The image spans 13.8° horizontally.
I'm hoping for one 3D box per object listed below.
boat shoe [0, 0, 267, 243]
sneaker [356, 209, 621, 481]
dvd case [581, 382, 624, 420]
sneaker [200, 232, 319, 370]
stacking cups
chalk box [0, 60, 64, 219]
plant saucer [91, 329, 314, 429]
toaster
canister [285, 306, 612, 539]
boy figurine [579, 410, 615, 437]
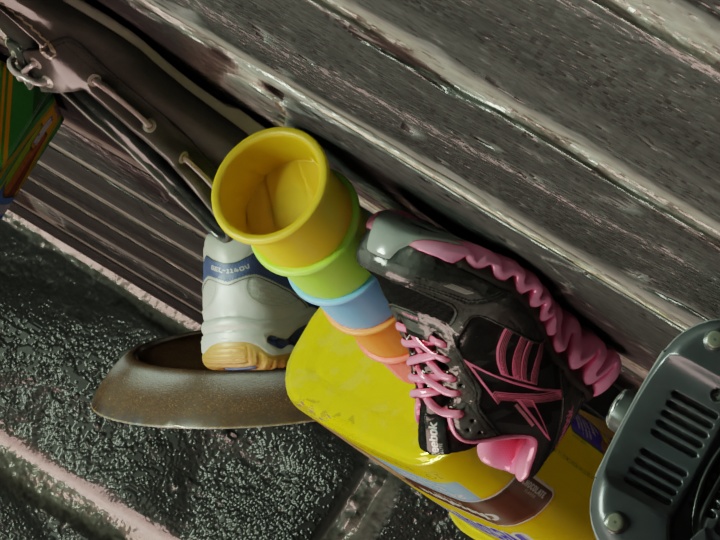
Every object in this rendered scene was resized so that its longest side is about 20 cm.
[{"bbox_3d":[-0.117,-0.081,1.404,0.200,0.057,0.067,33,174,-28],"label":"boat shoe"},{"bbox_3d":[0.051,0.042,1.425,0.079,0.096,0.200,29,173,40],"label":"sneaker"},{"bbox_3d":[0.033,0.012,1.627,0.200,0.025,0.150,27,174,42],"label":"dvd case"},{"bbox_3d":[-0.040,0.001,1.750,0.075,0.088,0.200,-3,-173,14],"label":"sneaker"},{"bbox_3d":[0.000,0.000,1.442,0.060,0.061,0.200,27,171,35],"label":"stacking cups"},{"bbox_3d":[-0.292,-0.052,1.873,0.124,0.200,0.125,31,175,0],"label":"chalk box"},{"bbox_3d":[-0.061,0.059,1.767,0.200,0.032,0.200,-3,-170,0],"label":"plant saucer"},{"bbox_3d":[0.188,0.103,1.144,0.200,0.114,0.129,27,178,14],"label":"toaster"},{"bbox_3d":[0.068,0.094,1.620,0.148,0.087,0.200,24,171,44],"label":"canister"},{"bbox_3d":[0.164,0.132,1.813,0.124,0.065,0.200,30,179,36],"label":"boy figurine"}]
